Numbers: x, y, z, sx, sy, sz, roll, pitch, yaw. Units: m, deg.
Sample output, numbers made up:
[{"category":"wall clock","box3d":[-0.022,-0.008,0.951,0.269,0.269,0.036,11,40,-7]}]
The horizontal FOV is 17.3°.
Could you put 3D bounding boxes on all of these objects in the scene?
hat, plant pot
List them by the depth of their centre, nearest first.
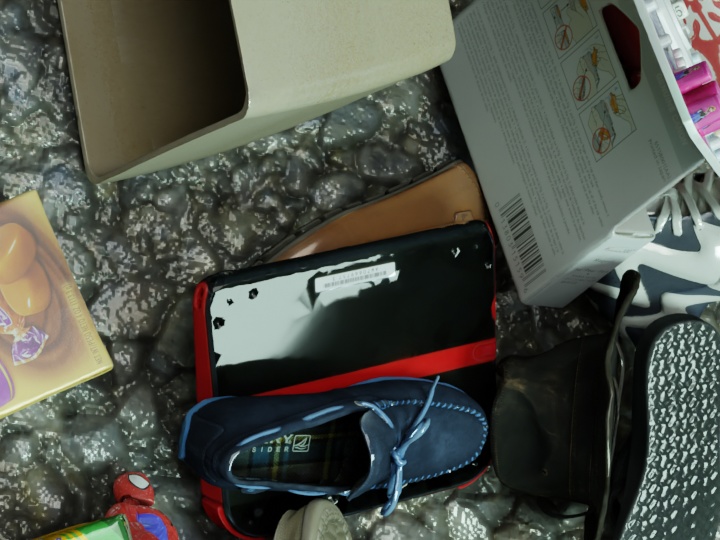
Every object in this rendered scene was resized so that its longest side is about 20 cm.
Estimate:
[{"category":"plant pot","box3d":[-0.059,-0.173,1.419,0.177,0.200,0.201,-6,83,-34]},{"category":"hat","box3d":[0.121,0.087,1.462,0.081,0.201,0.201,9,76,7]}]

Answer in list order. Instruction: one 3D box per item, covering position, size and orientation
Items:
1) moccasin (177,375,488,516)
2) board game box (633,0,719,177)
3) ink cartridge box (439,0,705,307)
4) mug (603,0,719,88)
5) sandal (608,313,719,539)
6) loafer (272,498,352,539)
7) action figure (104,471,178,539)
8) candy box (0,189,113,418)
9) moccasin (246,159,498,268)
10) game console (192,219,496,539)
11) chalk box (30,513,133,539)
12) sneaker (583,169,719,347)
[{"category":"moccasin","box3d":[-0.008,0.111,1.396,0.200,0.068,0.081,-7,110,-27]},{"category":"board game box","box3d":[0.186,-0.150,1.388,0.026,0.200,0.200,-23,73,13]},{"category":"ink cartridge box","box3d":[0.135,-0.105,1.458,0.043,0.174,0.200,5,58,-40]},{"category":"mug","box3d":[0.203,-0.179,1.550,0.177,0.133,0.200,-28,89,-41]},{"category":"sandal","box3d":[0.196,0.124,1.530,0.075,0.048,0.201,2,102,-24]},{"category":"loafer","box3d":[-0.057,0.231,1.402,0.076,0.068,0.201,37,64,-62]},{"category":"action figure","box3d":[-0.102,0.188,1.359,0.052,0.200,0.065,-34,139,-1]},{"category":"candy box","box3d":[-0.258,0.045,1.366,0.200,0.056,0.117,-25,92,-23]},{"category":"moccasin","box3d":[-0.001,0.001,1.475,0.201,0.074,0.078,-24,83,-34]},{"category":"game console","box3d":[-0.006,0.067,1.441,0.200,0.031,0.177,-12,112,-24]},{"category":"chalk box","box3d":[-0.170,0.251,1.326,0.124,0.124,0.201,-16,86,-18]},{"category":"sneaker","box3d":[0.201,-0.041,1.500,0.129,0.199,0.080,33,42,-20]}]
